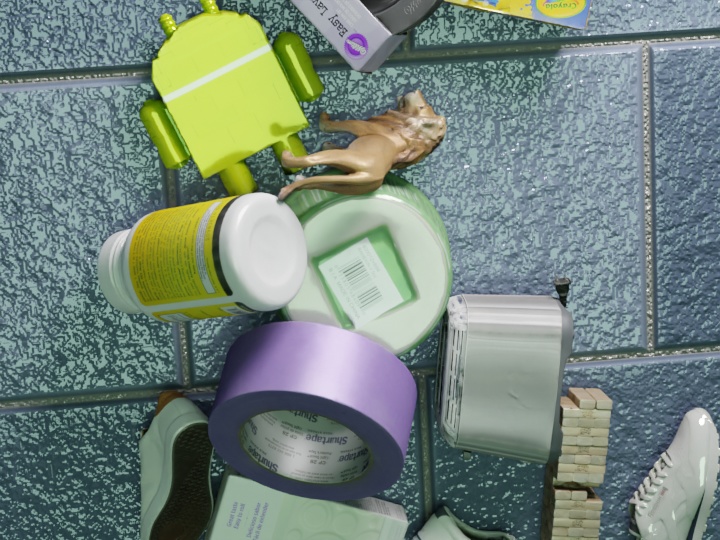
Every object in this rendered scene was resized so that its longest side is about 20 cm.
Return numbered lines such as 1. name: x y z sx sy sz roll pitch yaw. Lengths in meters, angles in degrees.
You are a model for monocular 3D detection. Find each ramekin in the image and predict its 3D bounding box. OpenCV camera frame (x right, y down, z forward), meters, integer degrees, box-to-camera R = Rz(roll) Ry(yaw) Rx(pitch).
1. ramekin: 0.000 0.000 1.633 0.199 0.098 0.201 -1 102 -6

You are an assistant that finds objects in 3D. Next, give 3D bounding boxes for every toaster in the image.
1. toaster: 0.146 0.101 1.662 0.129 0.114 0.201 4 103 -4

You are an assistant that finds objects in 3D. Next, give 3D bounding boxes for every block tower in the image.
1. block tower: 0.229 0.229 1.726 0.054 0.058 0.201 3 100 -6

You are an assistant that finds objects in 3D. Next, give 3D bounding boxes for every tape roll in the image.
1. tape roll: -0.047 0.143 1.609 0.199 0.085 0.200 8 143 6

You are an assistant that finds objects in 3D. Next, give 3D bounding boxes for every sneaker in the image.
1. sneaker: 0.333 0.243 1.733 0.080 0.076 0.201 11 99 2
2. sneaker: -0.197 0.213 1.685 0.073 0.085 0.201 -4 124 -32
3. sneaker: 0.152 0.323 1.729 0.199 0.073 0.071 30 101 -10

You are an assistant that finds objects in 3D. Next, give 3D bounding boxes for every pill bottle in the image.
1. pill bottle: -0.159 -0.009 1.569 0.199 0.112 0.113 -7 106 38

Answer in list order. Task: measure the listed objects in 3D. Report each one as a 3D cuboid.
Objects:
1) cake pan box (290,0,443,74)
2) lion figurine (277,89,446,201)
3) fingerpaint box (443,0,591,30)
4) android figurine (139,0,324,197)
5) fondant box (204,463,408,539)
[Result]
1. cake pan box: 0.004 -0.316 1.539 0.184 0.052 0.200 -45 79 22
2. lion figurine: 0.005 -0.111 1.580 0.122 0.200 0.073 9 126 16
3. fingerpaint box: 0.138 -0.338 1.588 0.199 0.073 0.168 10 100 -5
4. android figurine: -0.133 -0.176 1.614 0.182 0.041 0.201 -28 103 1
5. fondant box: -0.065 0.299 1.711 0.199 0.058 0.145 16 100 -7
